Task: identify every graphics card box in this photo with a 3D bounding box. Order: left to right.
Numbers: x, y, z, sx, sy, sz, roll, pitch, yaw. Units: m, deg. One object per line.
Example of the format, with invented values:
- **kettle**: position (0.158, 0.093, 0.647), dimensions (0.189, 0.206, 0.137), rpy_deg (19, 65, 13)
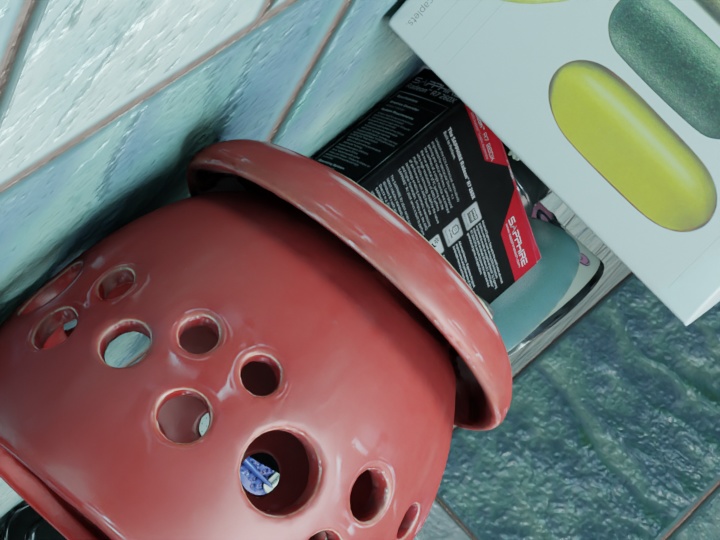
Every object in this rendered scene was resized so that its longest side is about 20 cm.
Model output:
- **graphics card box**: position (0.000, 0.000, 1.141), dimensions (0.200, 0.051, 0.126), rpy_deg (-41, 130, -24)

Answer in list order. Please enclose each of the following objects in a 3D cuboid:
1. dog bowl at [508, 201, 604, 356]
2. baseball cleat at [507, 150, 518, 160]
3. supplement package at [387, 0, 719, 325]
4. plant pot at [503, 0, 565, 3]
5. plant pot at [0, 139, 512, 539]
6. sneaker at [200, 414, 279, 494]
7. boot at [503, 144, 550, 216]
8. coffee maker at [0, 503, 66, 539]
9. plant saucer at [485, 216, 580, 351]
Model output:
- **dog bowl**: position (0.074, 0.019, 1.565), dimensions (0.200, 0.074, 0.200), rpy_deg (-33, -172, 5)
- **baseball cleat**: position (0.153, -0.151, 1.353), dimensions (0.200, 0.070, 0.107), rpy_deg (-43, 159, -41)
- **supplement package**: position (0.149, -0.103, 1.042), dimensions (0.152, 0.200, 0.151), rpy_deg (-46, 171, 15)
- **plant pot**: position (0.074, -0.163, 0.523), dimensions (0.200, 0.201, 0.184), rpy_deg (-37, -179, -37)
- **plant pot**: position (-0.052, 0.056, 0.928), dimensions (0.183, 0.200, 0.200), rpy_deg (-51, 174, -15)
- **sneaker**: position (-0.036, 0.081, 1.361), dimensions (0.199, 0.081, 0.115), rpy_deg (-47, -157, -20)
- **boot**: position (0.126, -0.091, 1.439), dimensions (0.162, 0.073, 0.198), rpy_deg (-40, 178, -9)
- **coffee maker**: position (-0.192, 0.235, 1.324), dimensions (0.192, 0.135, 0.200), rpy_deg (-37, 169, -36)
- **plant saucer**: position (0.034, 0.022, 1.265), dimensions (0.199, 0.028, 0.200), rpy_deg (-26, -161, 10)
